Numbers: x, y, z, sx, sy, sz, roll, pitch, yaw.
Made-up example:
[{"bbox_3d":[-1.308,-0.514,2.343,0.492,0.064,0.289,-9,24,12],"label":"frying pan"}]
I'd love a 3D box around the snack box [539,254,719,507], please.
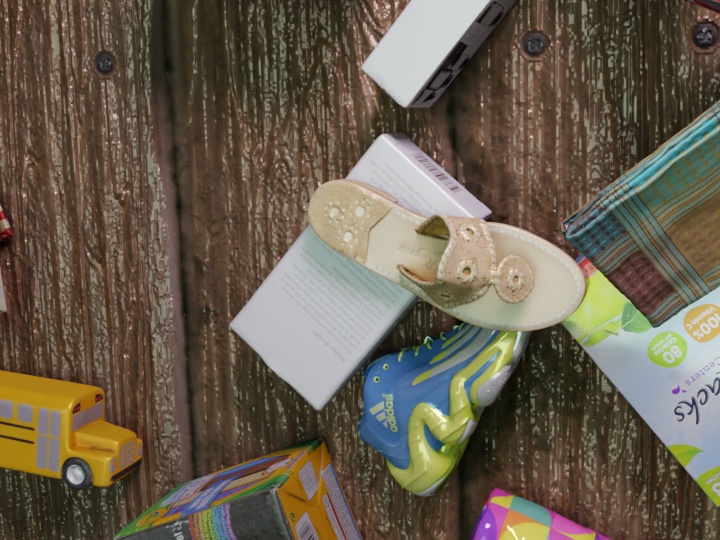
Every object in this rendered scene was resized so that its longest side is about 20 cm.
[{"bbox_3d":[0.258,0.037,0.752,0.169,0.068,0.200,-42,86,17],"label":"snack box"}]

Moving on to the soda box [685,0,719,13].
[{"bbox_3d":[0.212,-0.206,0.660,0.069,0.200,0.064,16,109,-22],"label":"soda box"}]

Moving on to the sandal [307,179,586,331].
[{"bbox_3d":[0.052,-0.006,0.732,0.210,0.070,0.078,22,104,12],"label":"sandal"}]

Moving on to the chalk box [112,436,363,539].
[{"bbox_3d":[-0.113,0.240,0.869,0.198,0.124,0.126,-20,93,20],"label":"chalk box"}]

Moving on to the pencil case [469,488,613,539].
[{"bbox_3d":[0.171,0.244,0.802,0.198,0.088,0.089,20,104,12],"label":"pencil case"}]

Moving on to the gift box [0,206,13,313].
[{"bbox_3d":[-0.424,-0.012,0.889,0.183,0.187,0.202,-12,79,16],"label":"gift box"}]

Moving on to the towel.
[{"bbox_3d":[0.238,-0.051,0.651,0.200,0.146,0.022,-39,43,17],"label":"towel"}]

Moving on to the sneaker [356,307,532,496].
[{"bbox_3d":[0.059,0.078,0.815,0.105,0.076,0.201,31,107,11],"label":"sneaker"}]

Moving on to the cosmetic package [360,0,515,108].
[{"bbox_3d":[0.088,-0.210,0.760,0.051,0.083,0.200,41,108,5],"label":"cosmetic package"}]

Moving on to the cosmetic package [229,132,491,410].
[{"bbox_3d":[0.000,0.000,0.823,0.101,0.071,0.200,42,107,7],"label":"cosmetic package"}]

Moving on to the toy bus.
[{"bbox_3d":[-0.297,0.139,0.940,0.198,0.065,0.079,7,99,17],"label":"toy bus"}]
